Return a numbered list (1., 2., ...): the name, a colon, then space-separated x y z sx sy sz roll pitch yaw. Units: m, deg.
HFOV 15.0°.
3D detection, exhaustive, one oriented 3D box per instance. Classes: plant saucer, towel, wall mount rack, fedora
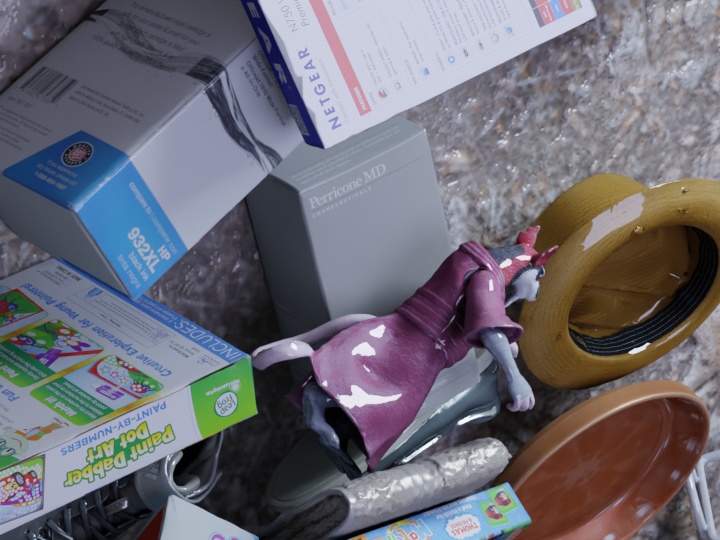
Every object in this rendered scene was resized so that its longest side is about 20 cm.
1. plant saucer: 0.162 0.150 1.964 0.200 0.032 0.200 -27 147 -19
2. towel: -0.003 0.157 1.745 0.132 0.200 0.034 -17 78 -34
3. wall mount rack: 0.301 0.230 2.062 0.075 0.174 0.200 -16 123 9
4. fedora: 0.176 -0.008 1.899 0.201 0.082 0.201 -25 143 -20

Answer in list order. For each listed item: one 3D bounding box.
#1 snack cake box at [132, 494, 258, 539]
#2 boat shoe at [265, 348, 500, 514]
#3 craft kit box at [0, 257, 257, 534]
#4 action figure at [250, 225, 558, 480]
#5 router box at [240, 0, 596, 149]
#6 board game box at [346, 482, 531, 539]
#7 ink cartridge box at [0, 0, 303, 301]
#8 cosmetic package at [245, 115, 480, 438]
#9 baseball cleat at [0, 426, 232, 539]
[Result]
1. snack cake box: -0.142 0.246 1.680 0.067 0.115 0.200 27 131 -15
2. boat shoe: 0.022 0.120 1.860 0.200 0.073 0.062 -37 122 -28
3. craft kit box: -0.196 0.070 1.583 0.197 0.200 0.049 -21 120 -30
4. action figure: 0.040 0.036 1.732 0.149 0.134 0.200 45 81 -10
5. router box: 0.012 -0.196 1.540 0.179 0.049 0.200 -26 102 -10
6. board game box: -0.003 0.208 1.731 0.200 0.037 0.151 -13 154 -46
7. ink cartridge box: -0.119 -0.095 1.617 0.200 0.145 0.084 -44 128 -17
8. cosmetic package: 0.000 0.000 1.788 0.107 0.090 0.200 -29 125 -23
9. baseball cleat: -0.166 0.144 1.697 0.200 0.106 0.070 -44 115 -23
